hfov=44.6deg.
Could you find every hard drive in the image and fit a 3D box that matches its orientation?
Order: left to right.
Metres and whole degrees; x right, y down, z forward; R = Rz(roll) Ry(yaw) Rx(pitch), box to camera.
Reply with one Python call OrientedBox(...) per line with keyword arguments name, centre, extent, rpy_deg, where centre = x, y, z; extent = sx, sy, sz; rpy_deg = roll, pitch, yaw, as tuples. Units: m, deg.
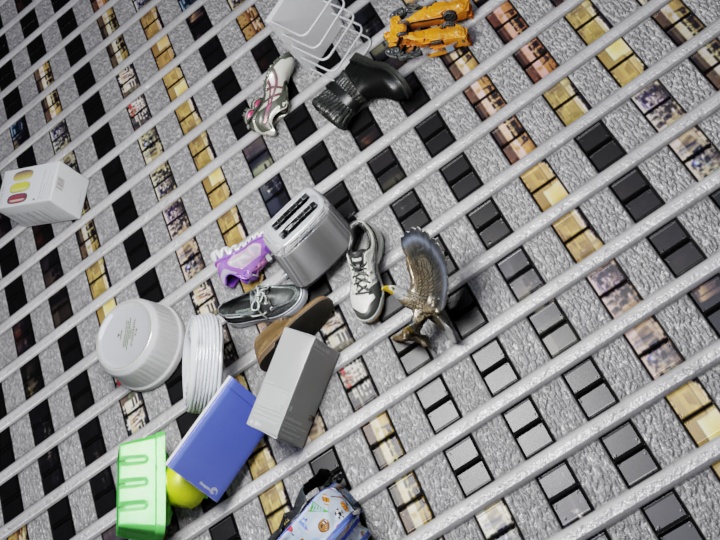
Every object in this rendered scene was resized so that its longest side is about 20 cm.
OrientedBox(name="hard drive", centre=(-0.263, 0.323, 1.681), extent=(0.201, 0.132, 0.025), rpy_deg=(-54, 29, -15))

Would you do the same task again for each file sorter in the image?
OrientedBox(name="file sorter", centre=(-0.084, -0.529, 1.931), extent=(0.124, 0.200, 0.140), rpy_deg=(32, 86, 33))

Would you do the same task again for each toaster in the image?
OrientedBox(name="toaster", centre=(-0.100, -0.073, 1.768), extent=(0.200, 0.129, 0.114), rpy_deg=(-42, 46, -2))

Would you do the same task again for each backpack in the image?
OrientedBox(name="backpack", centre=(-0.079, 0.461, 1.500), extent=(0.153, 0.190, 0.201), rpy_deg=(37, 88, 19))

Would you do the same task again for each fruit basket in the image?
OrientedBox(name="fruit basket", centre=(-0.381, 0.429, 1.736), extent=(0.211, 0.156, 0.219), rpy_deg=(8, 60, -14))

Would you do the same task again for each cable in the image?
OrientedBox(name="cable", centre=(-0.317, 0.186, 1.763), extent=(0.068, 0.200, 0.204), rpy_deg=(5, 68, -16))

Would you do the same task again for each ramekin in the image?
OrientedBox(name="ramekin", centre=(-0.489, 0.155, 1.919), extent=(0.199, 0.094, 0.206), rpy_deg=(-12, 63, 25))

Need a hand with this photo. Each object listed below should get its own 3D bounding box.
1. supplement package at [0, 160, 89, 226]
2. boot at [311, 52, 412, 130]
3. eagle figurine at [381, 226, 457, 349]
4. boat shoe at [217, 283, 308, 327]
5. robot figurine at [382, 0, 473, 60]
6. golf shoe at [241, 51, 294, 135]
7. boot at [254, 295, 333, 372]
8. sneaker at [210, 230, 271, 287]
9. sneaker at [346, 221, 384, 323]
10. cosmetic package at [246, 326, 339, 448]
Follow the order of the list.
OrientedBox(name="supplement package", centre=(-0.813, -0.193, 2.241), extent=(0.196, 0.109, 0.116), rpy_deg=(-6, 65, 27))
OrientedBox(name="boot", centre=(0.003, -0.369, 1.882), extent=(0.158, 0.080, 0.210), rpy_deg=(-49, 44, -7))
OrientedBox(name="eagle figurine", centre=(0.109, 0.033, 1.606), extent=(0.150, 0.150, 0.204), rpy_deg=(9, 80, 42))
OrientedBox(name="boat shoe", centre=(-0.205, 0.064, 1.817), extent=(0.196, 0.068, 0.075), rpy_deg=(-12, 63, 24))
OrientedBox(name="robot figurine", centre=(0.142, -0.514, 1.884), extent=(0.196, 0.058, 0.148), rpy_deg=(-4, 67, 27))
OrientedBox(name="golf shoe", centre=(-0.190, -0.403, 2.024), extent=(0.087, 0.077, 0.203), rpy_deg=(26, 85, 14))
OrientedBox(name="boot", centre=(-0.140, 0.110, 1.765), extent=(0.199, 0.073, 0.076), rpy_deg=(-42, 45, 9))
OrientedBox(name="sneaker", centre=(-0.229, -0.020, 1.868), extent=(0.197, 0.080, 0.090), rpy_deg=(-21, 66, 25))
OrientedBox(name="sneaker", centre=(0.000, 0.000, 1.721), extent=(0.074, 0.088, 0.204), rpy_deg=(-11, 65, 22))
OrientedBox(name="cosmetic package", centre=(-0.128, 0.224, 1.683), extent=(0.089, 0.107, 0.203), rpy_deg=(17, 79, 33))
